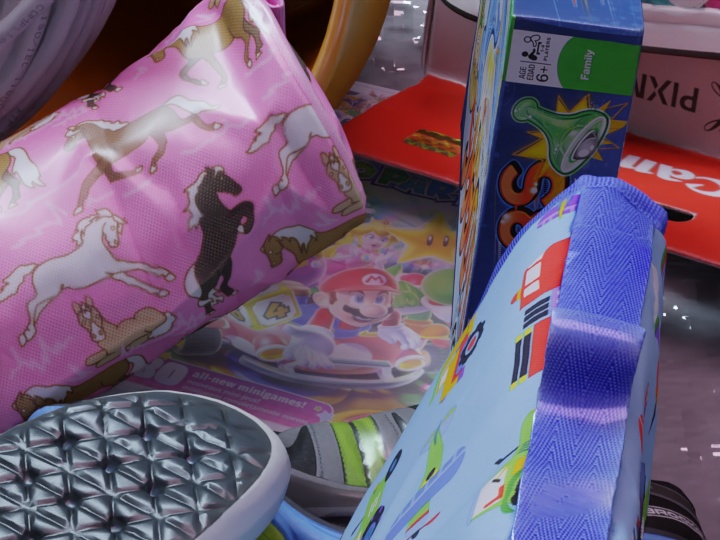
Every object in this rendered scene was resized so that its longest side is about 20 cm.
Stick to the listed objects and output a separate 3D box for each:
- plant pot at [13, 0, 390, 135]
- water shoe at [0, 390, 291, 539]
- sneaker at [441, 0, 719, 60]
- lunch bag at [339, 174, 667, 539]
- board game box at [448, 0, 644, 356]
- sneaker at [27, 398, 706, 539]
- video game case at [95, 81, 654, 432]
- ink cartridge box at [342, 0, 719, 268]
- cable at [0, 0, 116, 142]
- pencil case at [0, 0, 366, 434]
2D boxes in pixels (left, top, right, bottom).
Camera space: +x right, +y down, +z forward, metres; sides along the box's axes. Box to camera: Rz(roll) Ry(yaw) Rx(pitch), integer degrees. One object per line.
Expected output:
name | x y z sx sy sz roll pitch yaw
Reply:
plant pot | -0.066 -0.132 0.871 0.199 0.201 0.183 13 19 16
water shoe | -0.096 0.106 0.621 0.071 0.079 0.200 31 54 33
sneaker | 0.131 -0.139 0.852 0.199 0.121 0.084 4 24 -6
lunch bag | 0.024 0.084 0.551 0.094 0.201 0.151 16 37 2
board game box | 0.051 -0.052 0.717 0.034 0.136 0.200 7 30 0
sneaker | 0.002 0.073 0.699 0.199 0.071 0.083 8 23 7
video game case | 0.000 0.000 0.835 0.143 0.018 0.200 14 37 19
ink cartridge box | 0.111 -0.061 0.875 0.199 0.044 0.173 18 26 22
cable | -0.166 -0.122 0.761 0.200 0.200 0.069 40 30 -2
pencil case | -0.094 -0.004 0.732 0.199 0.087 0.083 -30 12 -5
